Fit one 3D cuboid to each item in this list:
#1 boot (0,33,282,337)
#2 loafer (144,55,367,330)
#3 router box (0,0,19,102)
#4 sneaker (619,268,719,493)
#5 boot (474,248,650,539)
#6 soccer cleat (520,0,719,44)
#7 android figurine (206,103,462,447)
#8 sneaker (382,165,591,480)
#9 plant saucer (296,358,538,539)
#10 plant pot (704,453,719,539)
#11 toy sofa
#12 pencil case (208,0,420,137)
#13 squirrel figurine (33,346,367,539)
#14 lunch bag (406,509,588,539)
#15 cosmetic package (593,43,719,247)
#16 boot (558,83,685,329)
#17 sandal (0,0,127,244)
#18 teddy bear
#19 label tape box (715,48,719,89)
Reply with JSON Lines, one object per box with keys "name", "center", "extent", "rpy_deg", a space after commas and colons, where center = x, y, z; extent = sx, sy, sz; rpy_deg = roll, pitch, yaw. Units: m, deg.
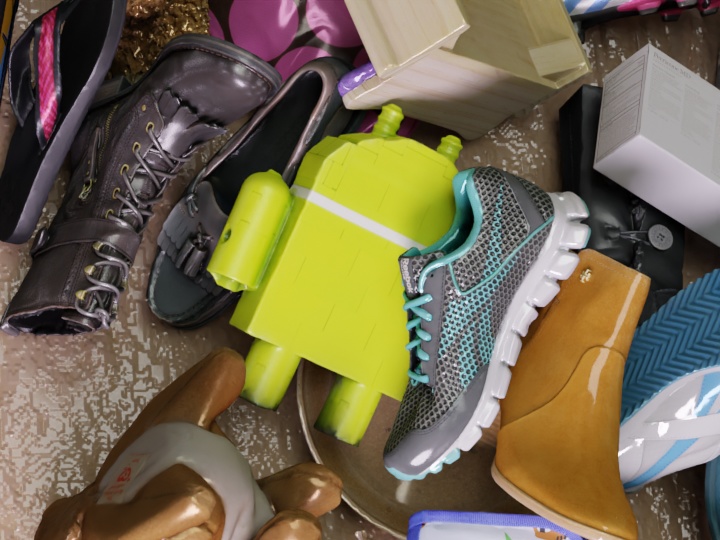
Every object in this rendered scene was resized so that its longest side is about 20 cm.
{"name": "boot", "center": [-0.133, -0.041, 1.316], "extent": [0.069, 0.200, 0.174], "rpy_deg": [32, 60, -28]}
{"name": "loafer", "center": [-0.074, -0.051, 1.348], "extent": [0.072, 0.063, 0.200], "rpy_deg": [38, 98, 14]}
{"name": "router box", "center": [-0.239, -0.158, 1.339], "extent": [0.051, 0.149, 0.200], "rpy_deg": [9, 71, -6]}
{"name": "sneaker", "center": [0.213, 0.064, 1.343], "extent": [0.081, 0.200, 0.077], "rpy_deg": [40, 25, -40]}
{"name": "boot", "center": [0.132, 0.066, 1.282], "extent": [0.071, 0.201, 0.144], "rpy_deg": [25, 98, -27]}
{"name": "soccer cleat", "center": [0.181, -0.206, 1.473], "extent": [0.200, 0.070, 0.086], "rpy_deg": [-13, 84, 5]}
{"name": "android figurine", "center": [0.000, 0.000, 1.328], "extent": [0.182, 0.041, 0.200], "rpy_deg": [23, 87, -26]}
{"name": "sneaker", "center": [0.053, 0.026, 1.303], "extent": [0.091, 0.078, 0.200], "rpy_deg": [30, 81, -20]}
{"name": "plant saucer", "center": [0.054, 0.082, 1.394], "extent": [0.200, 0.035, 0.200], "rpy_deg": [4, 71, -12]}
{"name": "plant pot", "center": [0.346, 0.137, 1.336], "extent": [0.200, 0.188, 0.200], "rpy_deg": [0, 91, -26]}
{"name": "toy sofa", "center": [0.054, -0.149, 1.372], "extent": [0.200, 0.098, 0.083], "rpy_deg": [7, 57, -60]}
{"name": "pencil case", "center": [-0.050, -0.151, 1.422], "extent": [0.094, 0.091, 0.200], "rpy_deg": [-38, 81, 12]}
{"name": "squirrel figurine", "center": [-0.085, 0.185, 1.283], "extent": [0.200, 0.142, 0.187], "rpy_deg": [-37, 114, 19]}
{"name": "lunch bag", "center": [0.111, 0.239, 1.293], "extent": [0.200, 0.124, 0.170], "rpy_deg": [16, 66, -24]}
{"name": "cosmetic package", "center": [0.244, -0.059, 1.428], "extent": [0.200, 0.051, 0.083], "rpy_deg": [30, 50, -22]}
{"name": "boot", "center": [0.205, -0.014, 1.452], "extent": [0.165, 0.066, 0.200], "rpy_deg": [21, 52, -31]}
{"name": "sandal", "center": [-0.193, -0.112, 1.336], "extent": [0.045, 0.075, 0.200], "rpy_deg": [18, 101, -28]}
{"name": "teddy bear", "center": [-0.136, -0.195, 1.384], "extent": [0.067, 0.145, 0.200], "rpy_deg": [-23, 83, -36]}
{"name": "label tape box", "center": [0.322, -0.127, 1.515], "extent": [0.144, 0.063, 0.200], "rpy_deg": [13, 69, -9]}
